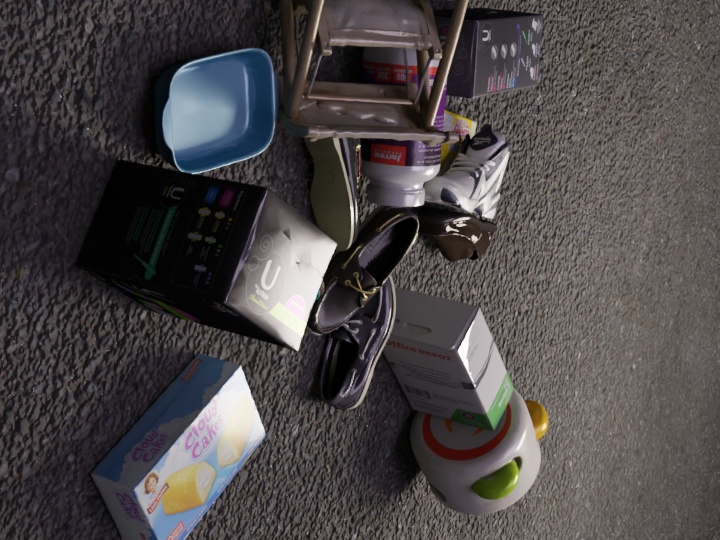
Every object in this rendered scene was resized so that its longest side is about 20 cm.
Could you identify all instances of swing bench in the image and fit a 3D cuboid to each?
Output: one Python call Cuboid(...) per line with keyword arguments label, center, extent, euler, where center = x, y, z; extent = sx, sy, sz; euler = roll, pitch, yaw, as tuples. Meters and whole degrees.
Cuboid(label="swing bench", center=(0.008, -0.251, 1.483), extent=(0.197, 0.129, 0.202), euler=(0, 103, -28))

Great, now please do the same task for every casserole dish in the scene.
Cuboid(label="casserole dish", center=(-0.160, -0.176, 1.390), extent=(0.199, 0.038, 0.123), euler=(-25, 121, -51))

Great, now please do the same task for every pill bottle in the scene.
Cuboid(label="pill bottle", center=(0.052, -0.188, 1.652), extent=(0.112, 0.112, 0.202), euler=(-14, 111, -55))

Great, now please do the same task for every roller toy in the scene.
Cuboid(label="roller toy", center=(0.176, 0.264, 1.929), extent=(0.201, 0.181, 0.140), euler=(-64, 146, -34))

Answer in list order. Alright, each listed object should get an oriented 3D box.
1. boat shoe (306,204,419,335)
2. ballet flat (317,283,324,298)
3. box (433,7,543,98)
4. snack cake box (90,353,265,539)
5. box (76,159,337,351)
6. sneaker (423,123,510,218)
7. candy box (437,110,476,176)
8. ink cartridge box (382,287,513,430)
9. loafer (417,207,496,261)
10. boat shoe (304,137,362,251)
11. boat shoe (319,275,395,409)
Cuboid(label="boat shoe", center=(0.000, 0.000, 1.637), extent=(0.072, 0.060, 0.202), euler=(42, 77, -28))
Cuboid(label="ballet flat", center=(-0.100, -0.024, 1.517), extent=(0.200, 0.067, 0.076), euler=(29, 60, -55))
Cuboid(label="box", center=(0.155, -0.304, 1.769), extent=(0.199, 0.121, 0.107), euler=(-20, 117, -54))
Cuboid(label="snack cake box", center=(-0.198, 0.204, 1.426), extent=(0.200, 0.067, 0.116), euler=(-51, 139, -37))
Cuboid(label="box", center=(-0.154, -0.016, 1.298), extent=(0.148, 0.198, 0.125), euler=(38, 68, -55))
Cuboid(label="sneaker", center=(0.154, -0.149, 1.812), extent=(0.198, 0.079, 0.131), euler=(9, 96, -59))
Cuboid(label="candy box", center=(0.102, -0.179, 1.814), extent=(0.199, 0.026, 0.103), euler=(9, 93, -58))
Cuboid(label="ink cartridge box", center=(0.120, 0.127, 1.830), extent=(0.084, 0.145, 0.201), euler=(-58, 143, -28))
Cuboid(label="loafer", center=(0.143, -0.048, 1.878), extent=(0.199, 0.072, 0.072), euler=(9, 92, -58))
Cuboid(label="boat shoe", center=(-0.026, -0.124, 1.585), extent=(0.063, 0.073, 0.203), euler=(-29, 119, -41))
Cuboid(label="boat shoe", center=(-0.007, 0.086, 1.686), extent=(0.063, 0.072, 0.202), euler=(10, 96, -61))
